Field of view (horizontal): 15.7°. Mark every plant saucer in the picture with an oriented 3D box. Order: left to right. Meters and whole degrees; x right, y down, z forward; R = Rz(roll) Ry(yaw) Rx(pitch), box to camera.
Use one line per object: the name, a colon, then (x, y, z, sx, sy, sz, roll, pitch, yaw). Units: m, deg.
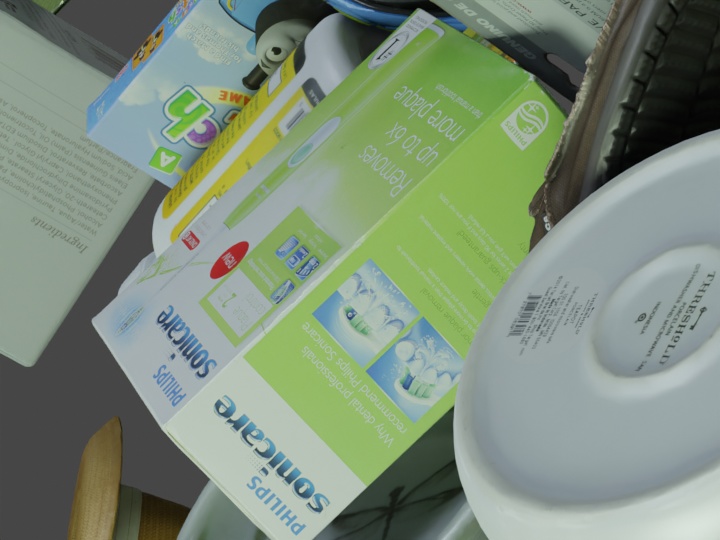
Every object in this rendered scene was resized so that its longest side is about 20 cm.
plant saucer: (0.007, 0.099, 1.070, 0.200, 0.050, 0.200, -35, 24, 18)

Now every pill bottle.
pill bottle: (-0.036, -0.029, 1.369, 0.200, 0.112, 0.113, -46, 26, 25)

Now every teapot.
teapot: (0.136, 0.061, 0.870, 0.200, 0.146, 0.198, -34, 32, 12)

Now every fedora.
fedora: (-0.106, 0.172, 1.262, 0.201, 0.082, 0.201, -172, 90, -82)

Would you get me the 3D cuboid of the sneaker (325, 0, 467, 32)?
sneaker: (0.061, -0.154, 1.297, 0.199, 0.071, 0.083, 3, 91, 32)

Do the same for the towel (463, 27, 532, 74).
towel: (0.064, -0.025, 1.216, 0.086, 0.018, 0.200, -44, 45, 41)

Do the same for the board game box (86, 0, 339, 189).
board game box: (-0.029, -0.111, 1.406, 0.200, 0.151, 0.037, -47, 26, 25)

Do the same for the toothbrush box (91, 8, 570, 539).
toothbrush box: (0.000, 0.000, 1.080, 0.200, 0.086, 0.146, -44, 23, 0)

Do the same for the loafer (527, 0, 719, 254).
loafer: (0.091, -0.032, 0.964, 0.071, 0.073, 0.201, 40, 118, 51)

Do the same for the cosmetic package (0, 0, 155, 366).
cosmetic package: (-0.251, -0.076, 1.787, 0.200, 0.166, 0.167, -57, 23, 6)

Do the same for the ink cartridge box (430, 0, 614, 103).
ink cartridge box: (0.139, -0.122, 1.022, 0.175, 0.200, 0.084, -18, 44, 54)
